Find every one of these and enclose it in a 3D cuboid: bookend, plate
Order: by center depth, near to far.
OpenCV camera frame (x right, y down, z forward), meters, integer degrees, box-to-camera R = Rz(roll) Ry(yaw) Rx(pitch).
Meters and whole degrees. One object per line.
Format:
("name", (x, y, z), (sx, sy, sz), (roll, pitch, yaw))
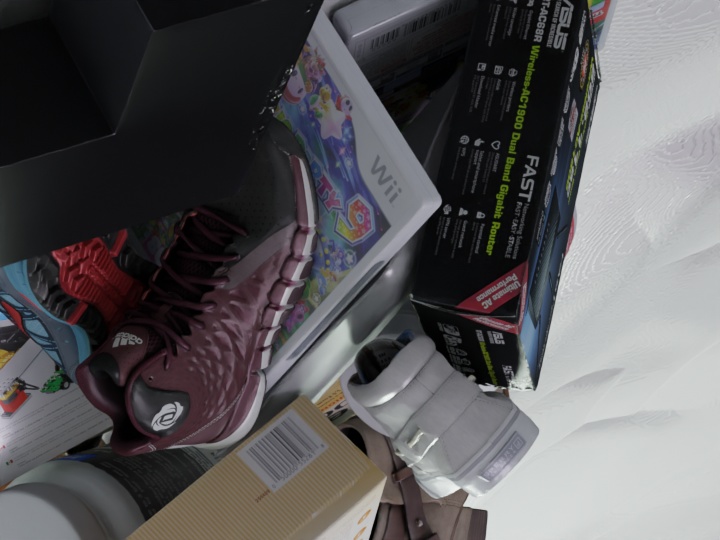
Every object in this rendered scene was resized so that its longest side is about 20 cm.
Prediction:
("bookend", (-0.137, -0.099, 1.399), (0.199, 0.092, 0.199), (-19, 156, -28))
("plate", (0.000, 0.000, 1.697), (0.200, 0.032, 0.200), (-48, -167, 40))

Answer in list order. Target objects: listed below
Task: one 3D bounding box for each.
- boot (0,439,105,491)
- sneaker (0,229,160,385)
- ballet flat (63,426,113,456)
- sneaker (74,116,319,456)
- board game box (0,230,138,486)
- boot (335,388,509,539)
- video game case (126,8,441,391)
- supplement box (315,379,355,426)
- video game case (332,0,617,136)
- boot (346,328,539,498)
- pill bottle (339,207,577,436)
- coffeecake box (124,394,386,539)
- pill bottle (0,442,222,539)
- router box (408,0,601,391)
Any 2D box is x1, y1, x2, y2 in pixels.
("boot", (-0.263, 0.186, 1.954), (0.154, 0.074, 0.200), (-16, 144, -40))
("sneaker", (-0.165, 0.000, 1.603), (0.079, 0.095, 0.200), (-54, 154, -18))
("ballet flat", (-0.157, 0.056, 1.783), (0.069, 0.071, 0.200), (-19, 157, -26))
("sneaker", (-0.092, 0.017, 1.564), (0.115, 0.076, 0.201), (-16, 125, -47))
("board game box", (-0.206, 0.058, 1.683), (0.199, 0.035, 0.127), (-28, 128, -7))
("boot", (0.030, 0.107, 1.839), (0.070, 0.201, 0.146), (-10, 168, 32))
("video game case", (-0.049, -0.035, 1.607), (0.018, 0.143, 0.200), (-12, 153, -46))
("supplement box", (-0.012, 0.041, 1.958), (0.126, 0.074, 0.200), (-36, 161, 17))
("video game case", (0.068, -0.140, 1.712), (0.199, 0.023, 0.182), (-27, 160, -16))
("boot", (0.039, 0.072, 1.634), (0.074, 0.096, 0.200), (-47, -177, -8))
("pill bottle", (0.057, 0.012, 1.808), (0.109, 0.109, 0.200), (-49, -172, 42))
("coffeecake box", (-0.073, 0.181, 1.689), (0.153, 0.073, 0.200), (-39, 163, -23))
("pill bottle", (-0.157, 0.165, 1.779), (0.114, 0.114, 0.200), (-39, 169, 22))
("router box", (0.085, -0.047, 1.652), (0.062, 0.201, 0.150), (11, 165, 10))
